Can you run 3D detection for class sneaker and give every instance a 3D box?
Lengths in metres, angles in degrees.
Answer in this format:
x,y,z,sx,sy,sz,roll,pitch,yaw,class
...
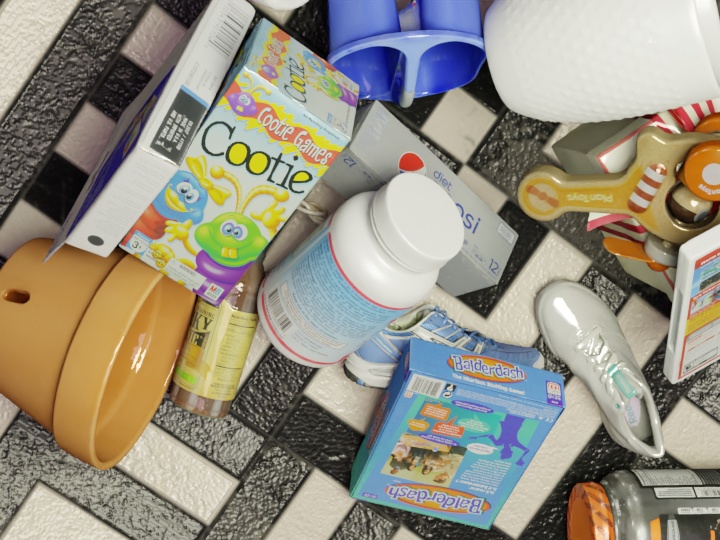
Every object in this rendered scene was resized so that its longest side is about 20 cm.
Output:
x,y,z,sx,sy,sz,roll,pitch,yaw,class
0.085,0.077,1.124,0.197,0.076,0.078,4,103,-8,sneaker
0.247,0.097,1.139,0.075,0.089,0.201,-35,101,2,sneaker

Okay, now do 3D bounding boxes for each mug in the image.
x,y,z,sx,sy,sz,roll,pitch,yaw,class
0.207,-0.203,0.973,0.174,0.200,0.149,-11,103,25,mug

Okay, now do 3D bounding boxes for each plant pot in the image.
x,y,z,sx,sy,sz,roll,pitch,yaw,class
-0.252,0.060,1.036,0.139,0.200,0.202,20,97,7,plant pot

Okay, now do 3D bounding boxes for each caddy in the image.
x,y,z,sx,sy,sz,roll,pitch,yaw,class
0.037,-0.198,1.017,0.140,0.200,0.106,-5,85,-3,caddy

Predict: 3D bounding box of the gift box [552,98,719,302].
x,y,z,sx,sy,sz,roll,pitch,yaw,class
0.295,-0.073,1.066,0.199,0.187,0.185,-39,101,0,gift box

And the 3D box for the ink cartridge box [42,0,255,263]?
x,y,z,sx,sy,sz,roll,pitch,yaw,class
-0.177,-0.112,0.966,0.043,0.199,0.200,33,139,-19,ink cartridge box

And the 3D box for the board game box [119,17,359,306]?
x,y,z,sx,sy,sz,roll,pitch,yaw,class
-0.100,-0.088,0.967,0.102,0.105,0.200,32,120,-15,board game box

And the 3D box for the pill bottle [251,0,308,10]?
x,y,z,sx,sy,sz,roll,pitch,yaw,class
-0.124,-0.304,0.984,0.199,0.112,0.113,27,97,27,pill bottle

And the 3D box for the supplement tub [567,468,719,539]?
x,y,z,sx,sy,sz,roll,pitch,yaw,class
0.316,0.261,1.157,0.197,0.123,0.124,0,100,-6,supplement tub

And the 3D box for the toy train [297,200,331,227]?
x,y,z,sx,sy,sz,roll,pitch,yaw,class
-0.057,-0.123,1.082,0.199,0.085,0.116,38,76,-18,toy train

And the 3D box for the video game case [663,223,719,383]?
x,y,z,sx,sy,sz,roll,pitch,yaw,class
0.325,0.010,0.975,0.142,0.018,0.201,-27,146,-9,video game case

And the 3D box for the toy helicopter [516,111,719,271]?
x,y,z,sx,sy,sz,roll,pitch,yaw,class
0.230,-0.056,0.964,0.198,0.079,0.134,2,119,21,toy helicopter

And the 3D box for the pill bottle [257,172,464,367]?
x,y,z,sx,sy,sz,roll,pitch,yaw,class
0.000,0.000,1.023,0.109,0.109,0.200,40,135,-11,pill bottle

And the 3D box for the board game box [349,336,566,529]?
x,y,z,sx,sy,sz,roll,pitch,yaw,class
0.088,0.160,1.103,0.150,0.045,0.201,15,131,-9,board game box

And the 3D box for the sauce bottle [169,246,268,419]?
x,y,z,sx,sy,sz,roll,pitch,yaw,class
-0.127,0.038,1.102,0.064,0.065,0.202,17,95,-9,sauce bottle

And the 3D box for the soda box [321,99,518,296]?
x,y,z,sx,sy,sz,roll,pitch,yaw,class
0.052,-0.064,1.073,0.200,0.068,0.064,41,59,-21,soda box
